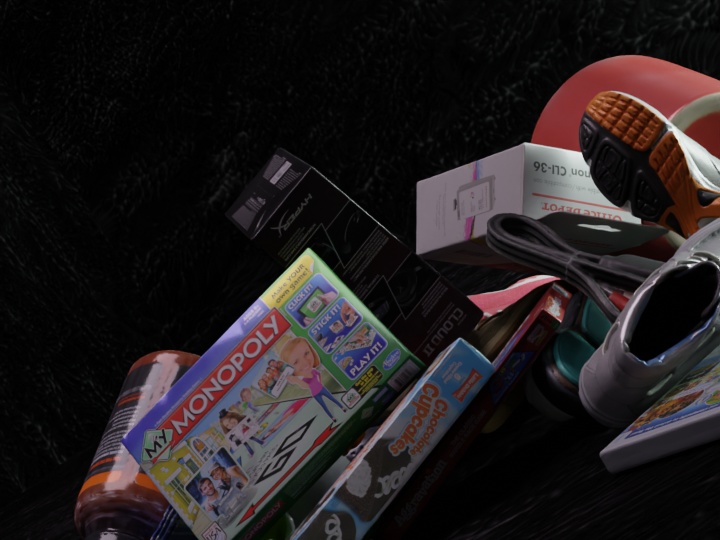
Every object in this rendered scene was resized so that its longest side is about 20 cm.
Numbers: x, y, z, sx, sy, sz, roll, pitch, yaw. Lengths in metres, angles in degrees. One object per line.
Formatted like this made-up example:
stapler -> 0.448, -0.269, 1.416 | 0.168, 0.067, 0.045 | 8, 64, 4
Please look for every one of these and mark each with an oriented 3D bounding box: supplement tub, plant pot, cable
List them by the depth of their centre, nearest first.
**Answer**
cable -> 0.167, 0.013, 1.496 | 0.199, 0.051, 0.097 | 15, 35, 30
supplement tub -> -0.168, 0.169, 1.703 | 0.107, 0.107, 0.201 | -29, 31, 41
plant pot -> 0.260, -0.077, 1.736 | 0.200, 0.201, 0.177 | -33, 15, -15

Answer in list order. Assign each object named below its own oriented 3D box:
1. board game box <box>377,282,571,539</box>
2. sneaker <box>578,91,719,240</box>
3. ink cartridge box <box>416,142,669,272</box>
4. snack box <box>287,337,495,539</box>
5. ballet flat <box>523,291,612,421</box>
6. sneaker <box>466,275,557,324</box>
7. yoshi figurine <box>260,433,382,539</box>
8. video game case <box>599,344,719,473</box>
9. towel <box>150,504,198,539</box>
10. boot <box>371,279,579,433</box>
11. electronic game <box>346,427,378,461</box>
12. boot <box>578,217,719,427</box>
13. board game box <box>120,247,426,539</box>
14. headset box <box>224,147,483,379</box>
board game box -> 0.082, 0.100, 1.496 | 0.200, 0.019, 0.103 | -55, -3, 14
sneaker -> 0.250, -0.061, 1.584 | 0.076, 0.200, 0.092 | -52, -15, 23
ink cartridge box -> 0.142, -0.050, 1.651 | 0.116, 0.068, 0.200 | 7, -12, -29
snack box -> 0.013, 0.139, 1.466 | 0.200, 0.037, 0.116 | -50, -1, -10
ballet flat -> 0.156, 0.072, 1.519 | 0.073, 0.073, 0.200 | -30, 8, 22
sneaker -> 0.133, 0.043, 1.849 | 0.199, 0.074, 0.087 | -22, 5, -37
yoshi figurine -> -0.048, 0.170, 1.567 | 0.200, 0.112, 0.112 | -43, 19, -32
video game case -> 0.251, 0.054, 1.294 | 0.200, 0.018, 0.143 | -35, 5, -39
towel -> -0.093, 0.160, 1.629 | 0.145, 0.024, 0.201 | 12, -70, -58
boot -> 0.085, 0.071, 1.750 | 0.155, 0.073, 0.200 | -5, 28, 41
electronic game -> -0.005, 0.160, 1.820 | 0.199, 0.042, 0.200 | -32, 3, 2
boot -> 0.225, 0.018, 1.380 | 0.200, 0.073, 0.096 | -47, -8, -28
board game box -> -0.065, 0.097, 1.510 | 0.200, 0.135, 0.029 | -46, -36, 1
headset box -> 0.000, 0.000, 1.643 | 0.077, 0.200, 0.149 | -49, 16, -1
